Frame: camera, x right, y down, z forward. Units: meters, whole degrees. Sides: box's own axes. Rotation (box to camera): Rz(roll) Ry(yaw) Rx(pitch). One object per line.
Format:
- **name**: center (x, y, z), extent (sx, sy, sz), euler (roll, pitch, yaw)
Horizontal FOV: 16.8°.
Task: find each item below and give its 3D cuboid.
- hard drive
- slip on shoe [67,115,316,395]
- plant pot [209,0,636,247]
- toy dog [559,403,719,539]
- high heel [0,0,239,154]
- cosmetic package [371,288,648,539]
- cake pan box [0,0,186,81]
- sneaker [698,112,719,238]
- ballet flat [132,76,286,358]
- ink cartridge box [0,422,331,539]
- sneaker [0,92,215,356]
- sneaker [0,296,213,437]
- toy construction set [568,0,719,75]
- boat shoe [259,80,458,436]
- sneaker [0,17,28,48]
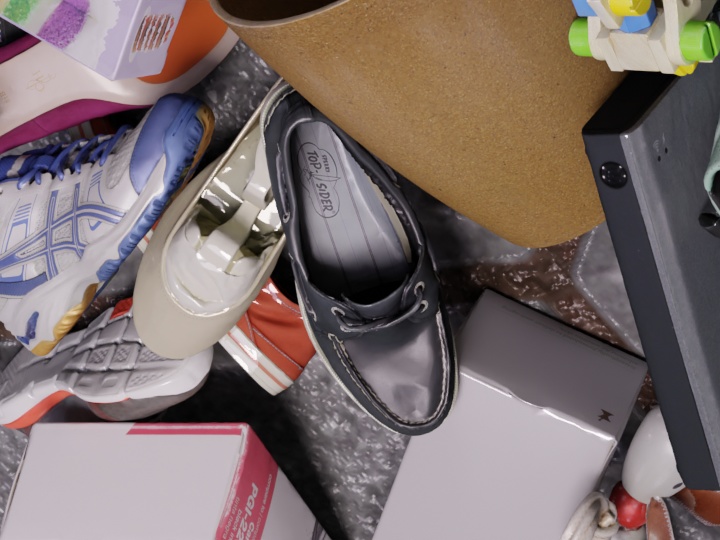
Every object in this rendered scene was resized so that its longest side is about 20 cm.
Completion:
- **hard drive**: center (0.173, -0.012, 1.206), extent (0.033, 0.140, 0.201), euler (0, 121, 34)
- **slip on shoe**: center (-0.092, -0.022, 1.369), extent (0.061, 0.074, 0.200), euler (-41, 93, 1)
- **plant pot**: center (0.057, -0.112, 1.190), extent (0.186, 0.187, 0.200), euler (-19, 124, 31)
- **toy dog**: center (0.164, 0.173, 1.341), extent (0.096, 0.132, 0.200), euler (30, 147, 14)
- **high heel**: center (-0.158, -0.110, 1.323), extent (0.199, 0.096, 0.068), euler (-20, 100, -10)
- **cosmetic package**: center (0.075, 0.125, 1.367), extent (0.107, 0.085, 0.201), euler (26, 125, 7)
- **cake pan box**: center (-0.147, -0.222, 1.207), extent (0.184, 0.052, 0.201), euler (31, 112, 18)
- **sneaker**: center (0.246, -0.023, 1.170), extent (0.200, 0.119, 0.074), euler (33, 145, -12)
- **ballet flat**: center (-0.062, -0.034, 1.296), extent (0.069, 0.069, 0.200), euler (33, 101, 1)
- **ink cartridge box**: center (-0.099, 0.174, 1.424), extent (0.145, 0.085, 0.200), euler (-2, 146, 24)
- **sneaker**: center (-0.154, -0.036, 1.291), extent (0.088, 0.075, 0.200), euler (41, 127, -3)
- **sneaker**: center (-0.136, 0.072, 1.428), extent (0.082, 0.077, 0.200), euler (45, 149, -24)
- **toy construction set**: center (0.153, -0.169, 1.112), extent (0.092, 0.200, 0.131), euler (22, 154, 47)
- **boat shoe**: center (0.002, -0.001, 1.241), extent (0.074, 0.066, 0.200), euler (-16, 103, -2)
- **sneaker**: center (-0.203, -0.134, 1.338), extent (0.087, 0.076, 0.200), euler (27, 126, -2)
